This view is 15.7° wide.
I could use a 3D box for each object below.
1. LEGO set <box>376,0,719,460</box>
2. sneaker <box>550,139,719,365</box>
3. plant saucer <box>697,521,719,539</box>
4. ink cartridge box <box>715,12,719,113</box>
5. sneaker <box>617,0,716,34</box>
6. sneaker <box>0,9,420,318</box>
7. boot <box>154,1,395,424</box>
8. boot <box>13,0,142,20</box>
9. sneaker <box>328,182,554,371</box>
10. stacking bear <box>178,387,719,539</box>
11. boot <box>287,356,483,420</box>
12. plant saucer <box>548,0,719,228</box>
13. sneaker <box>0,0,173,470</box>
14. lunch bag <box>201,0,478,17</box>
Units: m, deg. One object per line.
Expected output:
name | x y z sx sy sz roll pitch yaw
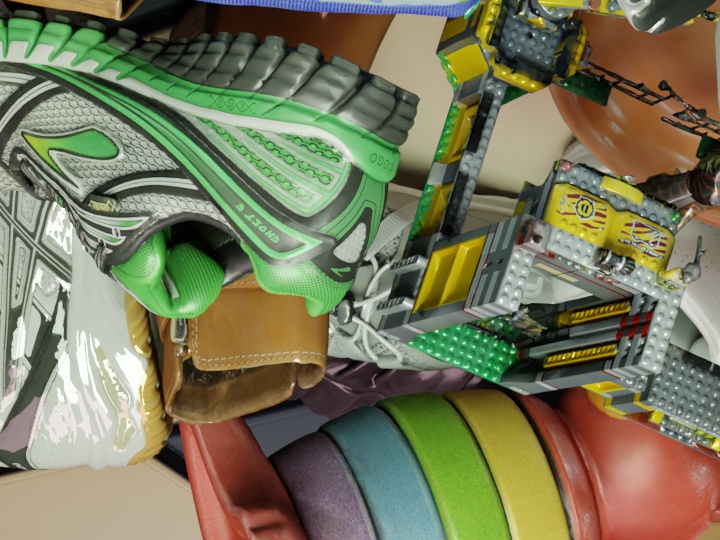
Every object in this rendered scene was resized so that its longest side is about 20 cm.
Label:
LEGO set | 0.106 -0.013 0.830 0.200 0.154 0.116 32 164 -15
sneaker | 0.162 0.021 1.001 0.199 0.089 0.075 19 148 -9
plant saucer | 0.122 0.105 1.126 0.199 0.032 0.200 3 -174 0
ink cartridge box | 0.189 -0.104 0.729 0.146 0.083 0.200 4 139 -2
sneaker | 0.067 -0.163 0.757 0.087 0.075 0.200 38 148 32
sneaker | -0.080 -0.033 0.838 0.199 0.085 0.078 8 169 37
boot | -0.027 -0.043 0.896 0.076 0.156 0.200 13 153 -27
boot | -0.165 -0.096 0.829 0.199 0.188 0.069 14 112 15
sneaker | 0.000 0.000 1.005 0.199 0.082 0.075 0 109 -9
stacking bear | 0.046 0.090 0.991 0.199 0.122 0.114 -15 125 -13
boot | -0.044 0.041 1.139 0.132 0.070 0.200 35 145 -30
plant saucer | 0.163 -0.074 0.893 0.199 0.038 0.200 10 150 6
sneaker | -0.125 -0.023 0.949 0.087 0.201 0.076 -8 -179 3
lunch bag | -0.043 -0.162 0.742 0.199 0.128 0.170 22 151 7
